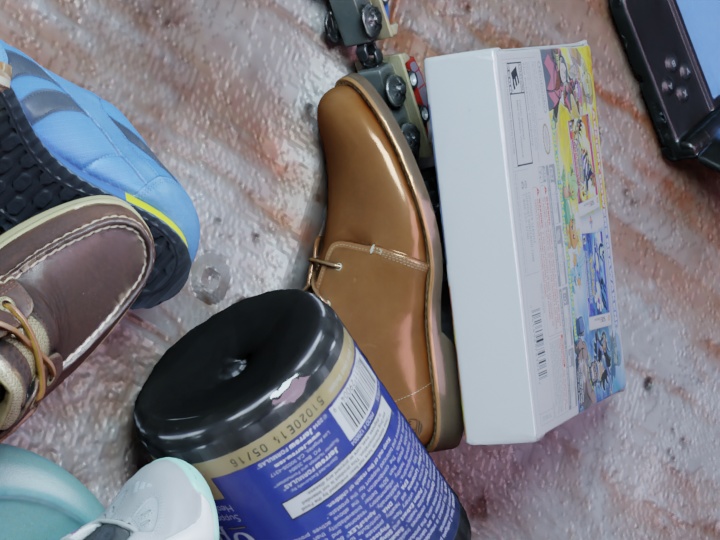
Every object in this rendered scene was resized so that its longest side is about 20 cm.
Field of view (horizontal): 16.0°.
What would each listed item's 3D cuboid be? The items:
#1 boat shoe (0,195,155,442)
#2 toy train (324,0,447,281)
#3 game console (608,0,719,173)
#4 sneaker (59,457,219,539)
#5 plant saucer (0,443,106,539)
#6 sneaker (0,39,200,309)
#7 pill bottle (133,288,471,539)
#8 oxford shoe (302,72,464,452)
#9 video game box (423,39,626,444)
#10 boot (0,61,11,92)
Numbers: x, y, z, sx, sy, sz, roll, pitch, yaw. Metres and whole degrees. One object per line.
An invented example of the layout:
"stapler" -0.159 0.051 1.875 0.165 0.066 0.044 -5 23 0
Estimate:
"boat shoe" -0.160 0.044 1.101 0.200 0.072 0.072 -37 117 -19
"toy train" 0.018 -0.090 1.345 0.046 0.034 0.200 -41 117 -50
"game console" 0.268 -0.143 1.537 0.200 0.116 0.176 -40 116 -39
"sneaker" -0.147 0.146 1.105 0.140 0.078 0.200 42 60 -36
"plant saucer" -0.167 0.178 1.157 0.200 0.027 0.201 1 88 -44
"sneaker" -0.154 -0.064 1.168 0.200 0.066 0.078 40 25 -25
"pill bottle" -0.015 0.116 1.249 0.112 0.112 0.200 -51 121 -33
"oxford shoe" 0.000 0.000 1.304 0.071 0.071 0.200 -11 92 -21
"video game box" 0.090 -0.020 1.360 0.182 0.047 0.200 -14 98 -67
"boot" -0.239 -0.047 1.053 0.200 0.075 0.107 -6 96 -25
